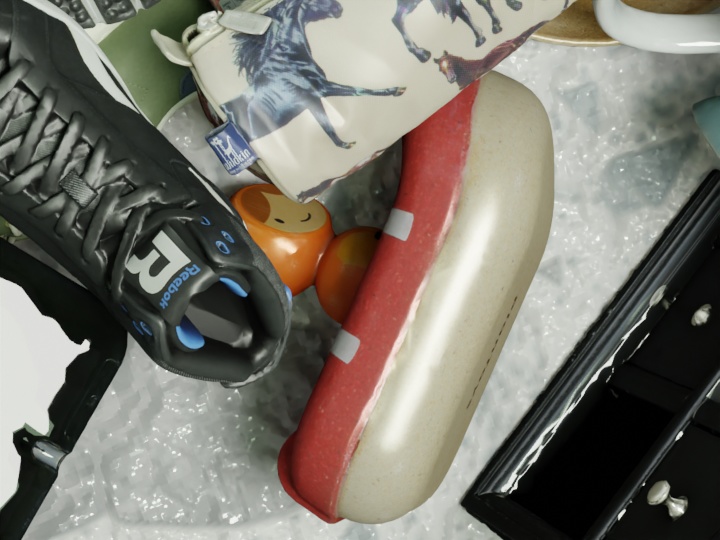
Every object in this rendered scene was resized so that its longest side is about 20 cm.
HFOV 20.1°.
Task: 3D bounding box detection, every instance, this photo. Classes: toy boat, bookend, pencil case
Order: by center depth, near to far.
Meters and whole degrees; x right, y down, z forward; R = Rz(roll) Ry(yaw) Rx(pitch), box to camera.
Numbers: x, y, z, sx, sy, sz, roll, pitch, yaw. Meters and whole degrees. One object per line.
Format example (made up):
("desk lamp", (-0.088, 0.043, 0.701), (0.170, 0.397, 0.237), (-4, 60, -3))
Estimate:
("pencil case", (0.024, -0.110, 0.760), (0.200, 0.078, 0.089), (-37, 137, 9))
("toy boat", (0.000, 0.000, 0.854), (0.131, 0.131, 0.200), (24, 91, 9))
("bookend", (0.167, 0.071, 0.863), (0.092, 0.200, 0.199), (39, 86, -20))

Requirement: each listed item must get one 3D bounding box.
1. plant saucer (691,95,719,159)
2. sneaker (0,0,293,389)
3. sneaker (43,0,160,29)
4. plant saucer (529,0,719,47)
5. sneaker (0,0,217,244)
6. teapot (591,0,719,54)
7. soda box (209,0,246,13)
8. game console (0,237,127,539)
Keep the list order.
("plant saucer", (0.222, -0.008, 0.871), (0.200, 0.200, 0.027), (39, 108, -19))
("sneaker", (-0.094, -0.031, 0.737), (0.073, 0.112, 0.200), (-48, 125, 3))
("sneaker", (-0.079, -0.158, 0.796), (0.200, 0.080, 0.074), (-28, 124, -16))
("plant saucer", (0.102, -0.197, 0.868), (0.200, 0.035, 0.200), (-3, 112, -7))
("sneaker", (-0.125, -0.039, 0.819), (0.200, 0.067, 0.090), (-45, 103, -10))
("teapot", (0.216, -0.136, 0.783), (0.146, 0.197, 0.200), (21, 104, -44))
("soda box", (0.036, -0.147, 0.824), (0.200, 0.064, 0.068), (-31, 113, 7))
("game console", (-0.223, 0.043, 0.787), (0.200, 0.116, 0.176), (32, 80, -20))
